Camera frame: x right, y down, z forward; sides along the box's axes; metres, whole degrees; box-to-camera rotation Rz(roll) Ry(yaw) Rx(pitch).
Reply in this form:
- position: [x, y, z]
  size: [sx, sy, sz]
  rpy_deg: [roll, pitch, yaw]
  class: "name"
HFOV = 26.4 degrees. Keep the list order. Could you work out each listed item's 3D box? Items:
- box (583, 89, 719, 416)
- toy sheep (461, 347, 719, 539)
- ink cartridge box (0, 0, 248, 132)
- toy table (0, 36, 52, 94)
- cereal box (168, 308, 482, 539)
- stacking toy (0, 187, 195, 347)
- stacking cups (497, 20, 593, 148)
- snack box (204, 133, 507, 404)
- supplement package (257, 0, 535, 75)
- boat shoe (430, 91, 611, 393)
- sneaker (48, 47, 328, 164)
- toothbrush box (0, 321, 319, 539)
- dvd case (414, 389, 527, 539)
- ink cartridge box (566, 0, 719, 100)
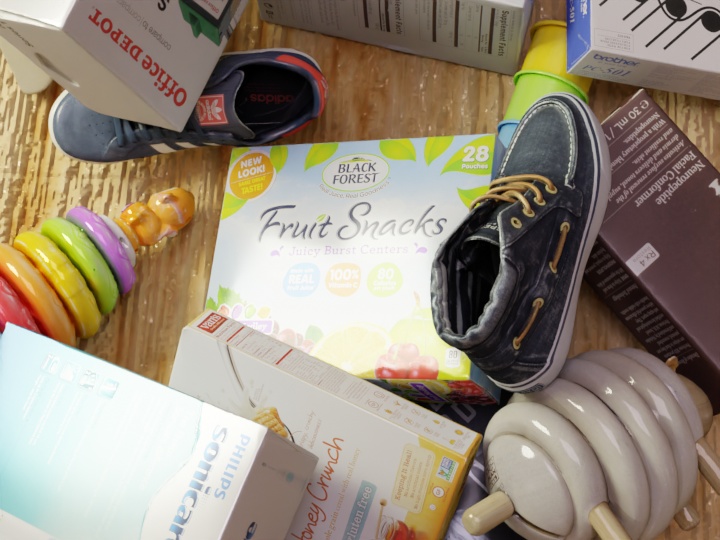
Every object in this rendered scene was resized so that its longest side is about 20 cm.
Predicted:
- position: [0.210, -0.010, 1.029]
  size: [0.100, 0.075, 0.200]
  rpy_deg: [-41, 88, -17]
  class: "box"
- position: [0.145, 0.118, 0.957]
  size: [0.200, 0.138, 0.138]
  rpy_deg: [-22, 69, -35]
  class: "toy sheep"
- position: [-0.137, -0.211, 0.996]
  size: [0.084, 0.146, 0.200]
  rpy_deg: [18, 78, 32]
  class: "ink cartridge box"
- position: [-0.226, -0.225, 1.100]
  size: [0.117, 0.184, 0.200]
  rpy_deg: [-20, 104, 6]
  class: "toy table"
- position: [-0.037, 0.128, 0.988]
  size: [0.200, 0.040, 0.144]
  rpy_deg: [23, 118, 12]
  class: "cereal box"
- position: [-0.196, -0.001, 1.063]
  size: [0.200, 0.116, 0.110]
  rpy_deg: [-37, 72, -21]
  class: "stacking toy"
- position: [0.116, -0.078, 1.084]
  size: [0.060, 0.061, 0.200]
  rpy_deg: [19, 73, 9]
  class: "stacking cups"
- position: [0.000, 0.000, 1.029]
  size: [0.200, 0.068, 0.169]
  rpy_deg: [0, 71, 24]
  class: "snack box"
- position: [0.032, -0.233, 1.114]
  size: [0.200, 0.110, 0.114]
  rpy_deg: [13, 73, 7]
  class: "supplement package"
- position: [0.098, -0.032, 0.931]
  size: [0.071, 0.091, 0.201]
  rpy_deg: [-4, 65, 34]
  class: "boat shoe"
- position: [-0.118, -0.115, 1.074]
  size: [0.200, 0.085, 0.075]
  rpy_deg: [-14, 109, -10]
  class: "sneaker"
- position: [-0.149, 0.137, 0.930]
  size: [0.200, 0.085, 0.147]
  rpy_deg: [18, 79, 26]
  class: "toothbrush box"
- position: [0.078, 0.136, 1.035]
  size: [0.200, 0.025, 0.150]
  rpy_deg: [43, 78, 14]
  class: "dvd case"
- position: [0.245, -0.173, 1.087]
  size: [0.200, 0.044, 0.094]
  rpy_deg: [7, 71, -15]
  class: "ink cartridge box"
